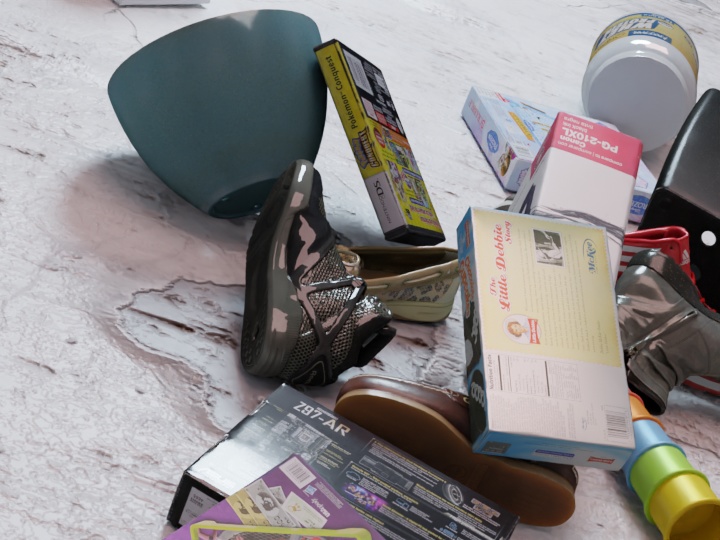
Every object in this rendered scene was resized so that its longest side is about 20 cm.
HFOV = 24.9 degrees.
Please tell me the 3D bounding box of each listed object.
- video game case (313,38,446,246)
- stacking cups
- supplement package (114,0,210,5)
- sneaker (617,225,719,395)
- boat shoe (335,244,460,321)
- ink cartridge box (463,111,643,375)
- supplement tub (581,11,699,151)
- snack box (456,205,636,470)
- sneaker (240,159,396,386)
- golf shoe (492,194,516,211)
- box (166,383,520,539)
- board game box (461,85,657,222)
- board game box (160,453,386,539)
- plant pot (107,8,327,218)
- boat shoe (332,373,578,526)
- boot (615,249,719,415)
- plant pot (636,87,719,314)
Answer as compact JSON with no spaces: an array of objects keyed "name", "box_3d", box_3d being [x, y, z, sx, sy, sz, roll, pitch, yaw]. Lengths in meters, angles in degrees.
[{"name":"video game case","box_3d":[0.021,-0.111,1.493,0.200,0.025,0.182,6,63,-78]},{"name":"stacking cups","box_3d":[0.236,0.147,1.319,0.060,0.061,0.200,12,27,-21]},{"name":"supplement package","box_3d":[-0.261,-0.440,1.905,0.200,0.192,0.147,39,31,30]},{"name":"sneaker","box_3d":[0.308,0.032,1.538,0.199,0.116,0.078,27,25,10]},{"name":"boat shoe","box_3d":[0.000,0.000,1.411,0.199,0.063,0.073,3,32,-34]},{"name":"ink cartridge box","box_3d":[0.164,-0.009,1.385,0.084,0.145,0.201,20,52,-2]},{"name":"supplement tub","box_3d":[0.357,-0.240,2.074,0.144,0.145,0.200,24,25,2]},{"name":"snack box","box_3d":[0.136,0.048,1.221,0.115,0.037,0.201,9,54,-14]},{"name":"sneaker","box_3d":[-0.032,0.008,1.312,0.114,0.076,0.200,19,50,-24]},{"name":"golf shoe","box_3d":[0.175,0.020,1.523,0.094,0.078,0.201,-27,63,-3]},{"name":"box","box_3d":[-0.008,0.167,1.101,0.199,0.044,0.160,28,26,11]},{"name":"board game box","box_3d":[0.234,-0.134,1.889,0.198,0.041,0.200,13,27,-19]},{"name":"board game box","box_3d":[-0.017,0.208,0.974,0.120,0.032,0.200,-26,58,-39]},{"name":"plant pot","box_3d":[-0.111,-0.126,1.457,0.199,0.200,0.136,-6,72,-45]},{"name":"boat shoe","box_3d":[0.071,0.125,1.216,0.199,0.071,0.071,27,36,-14]},{"name":"boot","box_3d":[0.285,0.087,1.449,0.200,0.068,0.131,41,54,-2]},{"name":"plant pot","box_3d":[0.367,-0.033,1.644,0.199,0.200,0.177,32,38,20]}]
